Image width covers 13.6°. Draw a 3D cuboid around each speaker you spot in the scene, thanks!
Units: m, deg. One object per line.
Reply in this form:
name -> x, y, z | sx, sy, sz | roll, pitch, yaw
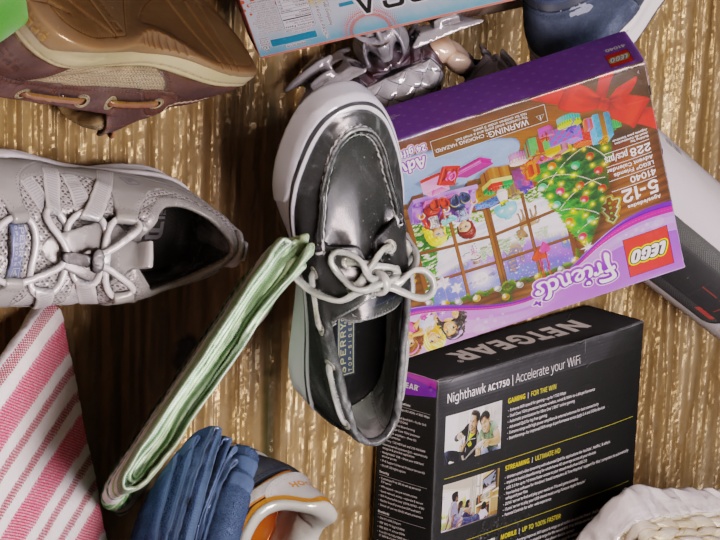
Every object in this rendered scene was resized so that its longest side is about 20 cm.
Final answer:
speaker -> 0.200, -0.025, 1.885 | 0.200, 0.081, 0.082 | 34, 77, -50

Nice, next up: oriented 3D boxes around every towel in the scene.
towel -> -0.106, 0.186, 1.541 | 0.048, 0.112, 0.201 | 19, 64, -10
towel -> -0.081, 0.056, 1.525 | 0.023, 0.200, 0.153 | 35, 78, -3
towel -> -0.168, 0.134, 1.509 | 0.146, 0.030, 0.201 | -63, 148, -61

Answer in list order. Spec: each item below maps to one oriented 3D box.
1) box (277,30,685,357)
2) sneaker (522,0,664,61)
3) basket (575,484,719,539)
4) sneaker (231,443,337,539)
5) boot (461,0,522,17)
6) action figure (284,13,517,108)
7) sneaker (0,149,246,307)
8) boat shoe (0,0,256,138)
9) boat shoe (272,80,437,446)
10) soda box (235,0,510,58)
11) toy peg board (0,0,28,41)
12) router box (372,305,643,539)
box -> 0.067, -0.035, 1.629 | 0.199, 0.039, 0.137 | -18, 124, -3
sneaker -> 0.143, -0.220, 1.661 | 0.203, 0.077, 0.147 | -57, 145, -28
basket -> 0.199, 0.255, 1.871 | 0.199, 0.161, 0.199 | 5, 130, -49
sneaker -> -0.083, 0.194, 1.637 | 0.078, 0.079, 0.201 | 36, 77, -50
boot -> 0.068, -0.237, 1.674 | 0.146, 0.070, 0.201 | -40, 132, -42
action figure -> 0.034, -0.068, 1.661 | 0.129, 0.070, 0.201 | -18, 128, 5
sneaker -> -0.139, -0.019, 1.477 | 0.199, 0.082, 0.075 | -12, 112, -47
boat shoe -> -0.126, -0.105, 1.496 | 0.072, 0.072, 0.200 | -42, 164, 22
boat shoe -> -0.002, 0.001, 1.559 | 0.073, 0.068, 0.200 | -12, 124, -27
soda box -> 0.033, -0.172, 1.550 | 0.069, 0.199, 0.064 | -88, 164, -52
toy peg board -> -0.154, -0.218, 1.359 | 0.200, 0.098, 0.200 | -41, 143, -33
router box -> 0.091, 0.113, 1.829 | 0.199, 0.051, 0.150 | -13, 112, -46
